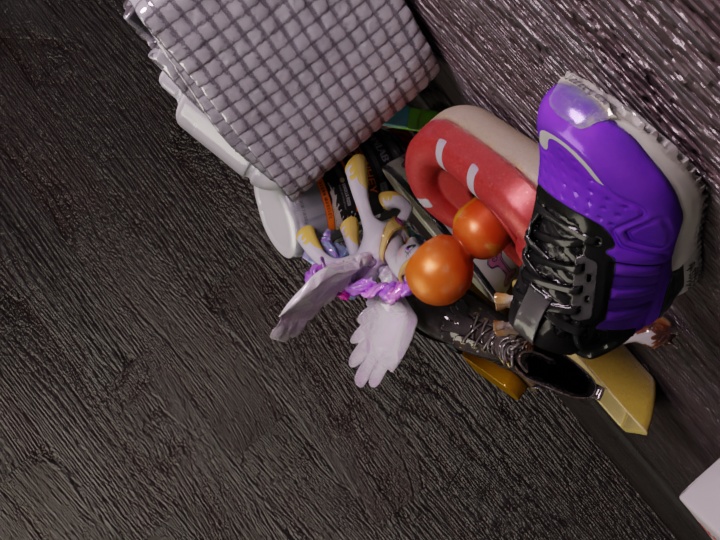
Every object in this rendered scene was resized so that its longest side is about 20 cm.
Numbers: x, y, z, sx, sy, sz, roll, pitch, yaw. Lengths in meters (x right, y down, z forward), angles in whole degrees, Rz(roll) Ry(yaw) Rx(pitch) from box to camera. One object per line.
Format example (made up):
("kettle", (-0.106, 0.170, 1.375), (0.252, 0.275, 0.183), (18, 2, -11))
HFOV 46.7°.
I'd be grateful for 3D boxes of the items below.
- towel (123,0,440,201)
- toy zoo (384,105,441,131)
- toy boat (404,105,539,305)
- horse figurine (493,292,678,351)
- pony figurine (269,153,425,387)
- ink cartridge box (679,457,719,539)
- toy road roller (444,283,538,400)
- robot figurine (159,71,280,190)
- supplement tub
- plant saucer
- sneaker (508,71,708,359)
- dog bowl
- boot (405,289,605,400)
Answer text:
("towel", (-0.054, -0.172, 0.602), (0.200, 0.165, 0.086), (47, -172, -43))
("toy zoo", (-0.016, -0.151, 0.779), (0.196, 0.021, 0.131), (8, -170, -8))
("toy boat", (0.086, -0.028, 0.612), (0.131, 0.130, 0.200), (48, -177, -33))
("horse figurine", (0.175, 0.040, 0.685), (0.200, 0.130, 0.051), (37, -126, -78))
("pony figurine", (0.000, 0.000, 0.882), (0.165, 0.194, 0.201), (26, -160, -37))
("ink cartridge box", (0.308, 0.209, 0.511), (0.201, 0.083, 0.147), (49, -177, -7))
("toy road roller", (0.167, 0.059, 1.101), (0.199, 0.123, 0.146), (35, 173, 41))
("robot figurine", (-0.117, -0.166, 0.895), (0.199, 0.113, 0.170), (38, -165, -4))
("supplement tub", (-0.022, -0.102, 1.030), (0.123, 0.197, 0.124), (48, 152, 38))
("plant saucer", (0.251, 0.086, 0.924), (0.201, 0.048, 0.200), (51, -177, 15))
("sneaker", (0.112, -0.006, 0.415), (0.070, 0.099, 0.200), (48, -179, 36))
("dog bowl", (0.113, -0.061, 0.925), (0.201, 0.074, 0.200), (49, -178, -3))
("boot", (0.144, 0.071, 0.874), (0.197, 0.070, 0.174), (22, -178, -7))
